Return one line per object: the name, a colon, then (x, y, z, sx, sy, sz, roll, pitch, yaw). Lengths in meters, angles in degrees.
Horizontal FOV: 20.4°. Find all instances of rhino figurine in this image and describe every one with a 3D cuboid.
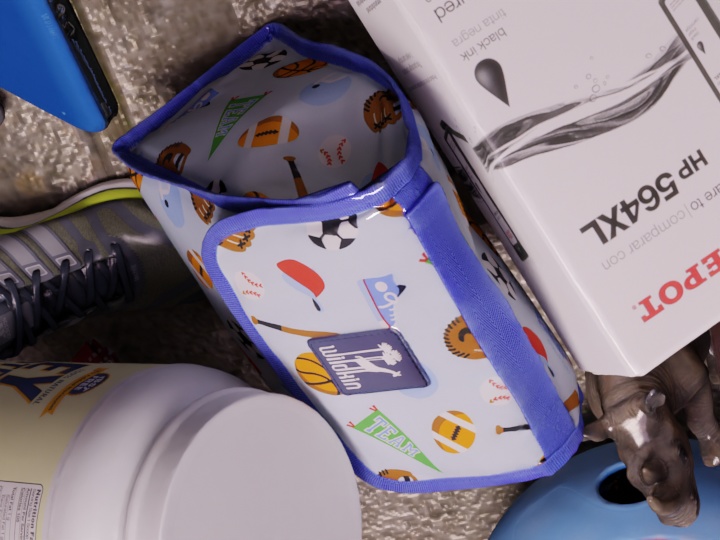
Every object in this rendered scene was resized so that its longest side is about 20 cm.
rhino figurine: (0.135, 0.053, 0.924, 0.060, 0.200, 0.088, -25, 110, 22)

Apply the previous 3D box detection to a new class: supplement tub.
supplement tub: (-0.113, 0.113, 0.887, 0.199, 0.145, 0.145, -1, 129, 41)

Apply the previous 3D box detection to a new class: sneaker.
sneaker: (-0.156, 0.010, 0.978, 0.199, 0.081, 0.074, -9, 123, 9)

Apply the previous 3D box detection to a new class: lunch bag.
lunch bag: (0.000, 0.000, 0.879, 0.124, 0.200, 0.170, -41, 121, -15)

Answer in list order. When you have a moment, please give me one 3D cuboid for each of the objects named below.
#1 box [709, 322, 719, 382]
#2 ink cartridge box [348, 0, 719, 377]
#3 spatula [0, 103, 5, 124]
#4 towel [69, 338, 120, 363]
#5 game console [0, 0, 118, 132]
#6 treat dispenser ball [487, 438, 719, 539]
box: (0.204, 0.040, 0.906, 0.075, 0.200, 0.100, -22, 119, 17)
ink cartridge box: (0.109, -0.076, 0.836, 0.146, 0.084, 0.200, -34, 94, -8)
spatula: (-0.255, -0.035, 0.988, 0.200, 0.021, 0.057, -30, 130, 18)
towel: (-0.119, 0.152, 0.999, 0.145, 0.200, 0.022, -50, 150, 18)
game console: (-0.168, -0.179, 0.835, 0.200, 0.118, 0.171, 29, 159, 25)
treat dispenser ball: (0.152, 0.185, 1.005, 0.200, 0.201, 0.202, 1, 124, 2)
